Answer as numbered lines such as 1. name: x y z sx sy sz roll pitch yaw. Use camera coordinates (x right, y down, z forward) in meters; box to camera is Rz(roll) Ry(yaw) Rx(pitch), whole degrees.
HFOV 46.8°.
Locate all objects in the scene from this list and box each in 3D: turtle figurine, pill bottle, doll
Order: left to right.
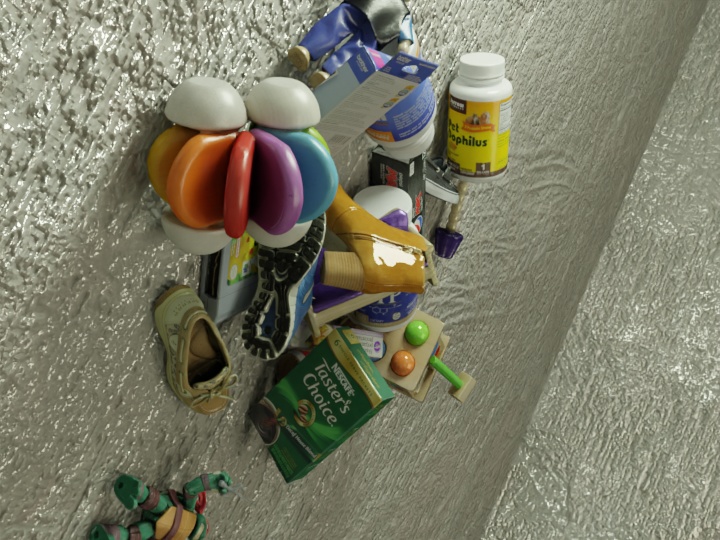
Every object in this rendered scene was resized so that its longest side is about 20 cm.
1. turtle figurine: -0.230 0.314 1.025 0.199 0.099 0.153 31 67 -49
2. doll: 0.002 -0.304 1.006 0.200 0.137 0.048 -44 -175 -20
3. pill bottle: 0.032 -0.019 1.266 0.120 0.118 0.203 -44 145 -41
4. pill bottle: 0.042 -0.239 1.127 0.114 0.110 0.201 -60 153 -16
5. pill bottle: 0.203 -0.261 1.424 0.109 0.107 0.204 -38 135 -47

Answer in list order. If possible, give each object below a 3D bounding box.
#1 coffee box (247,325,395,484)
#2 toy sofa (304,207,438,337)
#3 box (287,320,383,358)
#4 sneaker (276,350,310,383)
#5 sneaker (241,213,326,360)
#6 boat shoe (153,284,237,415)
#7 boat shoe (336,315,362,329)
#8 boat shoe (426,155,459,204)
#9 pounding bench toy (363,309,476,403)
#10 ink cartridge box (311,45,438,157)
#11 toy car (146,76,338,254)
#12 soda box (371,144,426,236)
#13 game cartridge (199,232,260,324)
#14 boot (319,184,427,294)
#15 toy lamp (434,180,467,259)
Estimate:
1. coffee box: -0.058 0.185 1.151 0.200 0.124 0.044 -42 160 22
2. toy sofa: 0.000 0.000 1.136 0.196 0.083 0.099 -22 116 -10
3. box: -0.044 0.102 1.224 0.198 0.041 0.040 14 76 -48
4. sneaker: -0.079 0.205 1.273 0.112 0.070 0.205 -23 127 -52
5. sneaker: -0.092 0.008 1.034 0.089 0.077 0.204 16 93 -83
6. boat shoe: -0.188 0.109 0.974 0.073 0.062 0.203 -36 140 -23
7. boat shoe: -0.038 0.172 1.334 0.204 0.066 0.072 -66 155 -6
8. boat shoe: 0.123 -0.162 1.409 0.199 0.069 0.068 14 99 -57
9. pounding bench toy: 0.100 0.147 1.413 0.126 0.197 0.156 -63 164 -10
10. ink cartridge box: -0.011 -0.198 0.978 0.198 0.043 0.119 -34 168 27
11. toy car: -0.110 -0.095 0.845 0.196 0.150 0.179 -6 117 -27
12. soda box: 0.060 -0.109 1.308 0.063 0.070 0.203 -48 148 -40
13. game cartridge: -0.136 -0.043 1.011 0.133 0.040 0.204 -32 137 -57
14. boot: 0.013 -0.050 1.091 0.072 0.140 0.204 110 -21 -47
15. toy lamp: 0.182 -0.123 1.561 0.058 0.057 0.205 -12 119 -60
